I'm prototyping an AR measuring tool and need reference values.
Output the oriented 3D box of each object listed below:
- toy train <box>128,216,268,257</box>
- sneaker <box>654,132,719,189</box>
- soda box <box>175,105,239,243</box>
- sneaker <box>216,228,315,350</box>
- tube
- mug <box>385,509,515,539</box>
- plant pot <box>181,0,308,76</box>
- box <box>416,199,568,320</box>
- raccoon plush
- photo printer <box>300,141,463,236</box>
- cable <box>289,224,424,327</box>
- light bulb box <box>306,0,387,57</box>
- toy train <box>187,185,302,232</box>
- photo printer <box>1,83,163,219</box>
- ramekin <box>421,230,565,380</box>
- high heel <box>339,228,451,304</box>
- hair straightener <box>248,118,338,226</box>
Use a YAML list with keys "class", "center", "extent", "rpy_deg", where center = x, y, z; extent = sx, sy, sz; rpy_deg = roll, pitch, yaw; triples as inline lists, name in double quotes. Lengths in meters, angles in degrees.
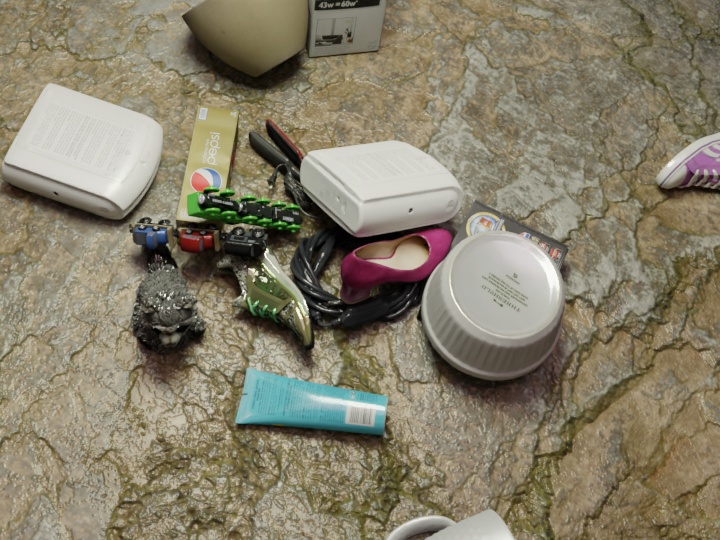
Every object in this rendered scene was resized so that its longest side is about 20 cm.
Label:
- class: "toy train"
  center: [-0.224, -0.042, 1.451]
  extent: [0.196, 0.035, 0.046]
  rpy_deg: [6, 39, 7]
- class: "sneaker"
  center: [0.562, -0.150, 1.660]
  extent: [0.198, 0.073, 0.115]
  rpy_deg: [-24, 70, -19]
- class: "soda box"
  center: [-0.221, -0.136, 1.544]
  extent: [0.063, 0.068, 0.203]
  rpy_deg: [8, 61, -4]
- class: "sneaker"
  center: [-0.132, 0.041, 1.468]
  extent: [0.088, 0.077, 0.201]
  rpy_deg: [-32, 63, -11]
- class: "tube"
  center: [-0.062, 0.179, 1.412]
  extent: [0.196, 0.051, 0.078]
  rpy_deg: [8, 57, 2]
- class: "mug"
  center: [0.099, 0.376, 1.284]
  extent: [0.173, 0.149, 0.201]
  rpy_deg: [-21, 36, -10]
- class: "plant pot"
  center: [-0.156, -0.381, 1.634]
  extent: [0.199, 0.199, 0.136]
  rpy_deg: [-37, 105, -24]
- class: "box"
  center: [0.192, 0.016, 1.533]
  extent: [0.158, 0.044, 0.202]
  rpy_deg: [27, 62, 6]
- class: "raccoon plush"
  center: [-0.273, 0.017, 1.415]
  extent: [0.096, 0.135, 0.202]
  rpy_deg: [-23, 67, -18]
- class: "photo printer"
  center: [0.036, -0.122, 1.519]
  extent: [0.197, 0.070, 0.166]
  rpy_deg: [-12, 37, -33]
- class: "cable"
  center: [0.000, 0.000, 1.519]
  extent: [0.197, 0.051, 0.164]
  rpy_deg: [-19, 58, -21]
- class: "light bulb box"
  center: [-0.037, -0.483, 1.681]
  extent: [0.123, 0.201, 0.201]
  rpy_deg: [-8, 63, -12]
- class: "toy train"
  center: [-0.159, -0.081, 1.477]
  extent: [0.198, 0.056, 0.043]
  rpy_deg: [10, 72, -51]
- class: "photo printer"
  center: [-0.392, -0.169, 1.537]
  extent: [0.197, 0.070, 0.168]
  rpy_deg: [18, 61, 1]
- class: "ramekin"
  center: [0.187, 0.038, 1.442]
  extent: [0.198, 0.095, 0.206]
  rpy_deg: [3, 62, -6]
- class: "high heel"
  center: [0.054, -0.028, 1.456]
  extent: [0.198, 0.097, 0.068]
  rpy_deg: [-23, 62, -25]
- class: "hair straightener"
  center: [-0.104, -0.135, 1.583]
  extent: [0.077, 0.041, 0.201]
  rpy_deg: [-35, 76, -23]
